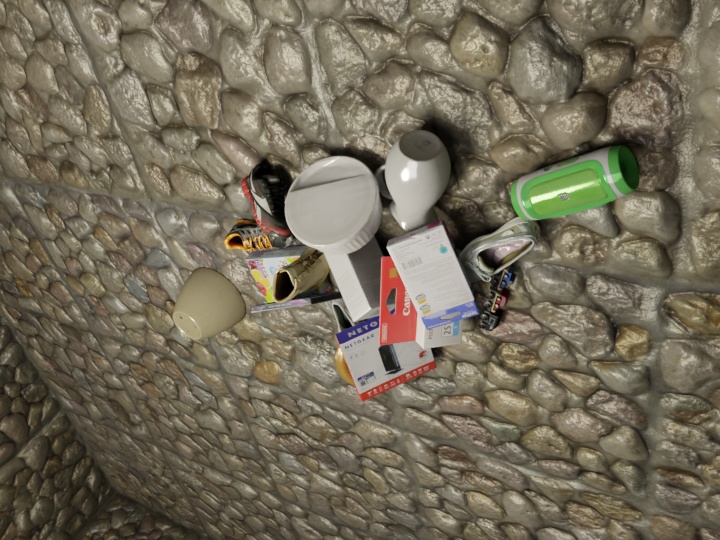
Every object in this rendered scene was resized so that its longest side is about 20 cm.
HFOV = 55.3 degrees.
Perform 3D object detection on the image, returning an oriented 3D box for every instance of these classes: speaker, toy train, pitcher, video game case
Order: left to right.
[{"bbox_3d":[-0.142,0.073,1.619,0.199,0.143,0.019,-8,91,39],"label":"video game case"},{"bbox_3d":[0.089,-0.181,1.314,0.171,0.121,0.200,40,154,24],"label":"pitcher"},{"bbox_3d":[0.285,0.056,1.426,0.046,0.034,0.201,21,137,16],"label":"toy train"},{"bbox_3d":[0.356,-0.143,1.153,0.200,0.088,0.089,-15,116,44],"label":"speaker"}]

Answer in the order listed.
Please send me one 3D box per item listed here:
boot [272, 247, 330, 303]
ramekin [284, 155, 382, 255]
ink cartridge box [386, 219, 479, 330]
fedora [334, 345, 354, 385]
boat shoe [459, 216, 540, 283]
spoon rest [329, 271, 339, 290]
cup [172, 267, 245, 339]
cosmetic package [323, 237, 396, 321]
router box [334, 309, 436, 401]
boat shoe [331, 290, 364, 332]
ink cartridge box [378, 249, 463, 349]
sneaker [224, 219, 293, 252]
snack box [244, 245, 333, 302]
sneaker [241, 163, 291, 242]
[{"bbox_3d":[-0.115,-0.020,1.542,0.073,0.155,0.200,41,118,14],"label":"boot"},{"bbox_3d":[-0.046,-0.125,1.402,0.202,0.203,0.094,17,166,25],"label":"ramekin"},{"bbox_3d":[0.145,0.012,1.343,0.119,0.042,0.201,-20,108,18],"label":"ink cartridge box"},{"bbox_3d":[0.027,0.193,1.677,0.082,0.200,0.201,-124,13,-58],"label":"fedora"},{"bbox_3d":[0.258,-0.030,1.320,0.074,0.065,0.202,42,129,-18],"label":"boat shoe"},{"bbox_3d":[0.011,0.039,1.602,0.199,0.061,0.100,19,135,23],"label":"spoon rest"},{"bbox_3d":[-0.451,0.114,1.962,0.200,0.143,0.201,22,137,22],"label":"cup"},{"bbox_3d":[0.000,0.000,1.476,0.071,0.101,0.201,-39,68,45],"label":"cosmetic package"},{"bbox_3d":[0.061,0.190,1.608,0.049,0.199,0.180,-123,11,-59],"label":"router box"},{"bbox_3d":[-0.029,0.138,1.716,0.073,0.067,0.201,1,126,37],"label":"boat shoe"},{"bbox_3d":[0.129,0.064,1.414,0.045,0.175,0.201,-136,43,-63],"label":"ink cartridge box"},{"bbox_3d":[-0.249,-0.077,1.686,0.199,0.077,0.079,1,125,35],"label":"sneaker"},{"bbox_3d":[-0.183,0.012,1.731,0.199,0.053,0.143,-2,126,37],"label":"snack box"},{"bbox_3d":[-0.202,-0.159,1.536,0.098,0.071,0.201,-53,54,39],"label":"sneaker"}]
